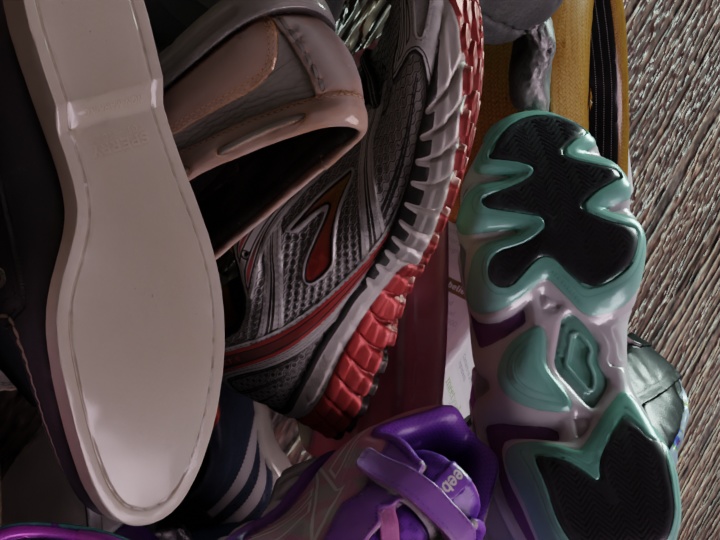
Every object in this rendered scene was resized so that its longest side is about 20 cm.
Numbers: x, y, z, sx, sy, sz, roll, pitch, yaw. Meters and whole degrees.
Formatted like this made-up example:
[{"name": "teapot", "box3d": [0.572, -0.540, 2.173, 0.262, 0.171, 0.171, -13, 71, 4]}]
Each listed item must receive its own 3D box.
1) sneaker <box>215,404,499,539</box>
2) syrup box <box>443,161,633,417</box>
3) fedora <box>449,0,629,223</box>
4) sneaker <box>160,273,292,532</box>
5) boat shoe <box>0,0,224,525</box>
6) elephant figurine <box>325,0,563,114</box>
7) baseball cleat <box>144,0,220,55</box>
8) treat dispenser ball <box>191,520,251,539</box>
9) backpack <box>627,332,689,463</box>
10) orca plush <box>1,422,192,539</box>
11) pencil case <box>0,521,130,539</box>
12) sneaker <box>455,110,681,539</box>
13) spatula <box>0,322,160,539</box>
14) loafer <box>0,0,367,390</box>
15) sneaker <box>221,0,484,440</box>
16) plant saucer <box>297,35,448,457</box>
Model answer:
[{"name": "sneaker", "box3d": [-0.001, 0.103, 0.960, 0.088, 0.081, 0.200, -36, -173, 25]}, {"name": "syrup box", "box3d": [0.050, -0.003, 1.309, 0.200, 0.081, 0.079, -54, 155, -22]}, {"name": "fedora", "box3d": [0.071, -0.067, 1.199, 0.201, 0.081, 0.202, 2, 90, -78]}, {"name": "sneaker", "box3d": [-0.076, 0.089, 1.154, 0.085, 0.075, 0.200, -43, 143, -30]}, {"name": "boat shoe", "box3d": [-0.097, -0.014, 0.909, 0.072, 0.063, 0.201, -10, 90, -45]}, {"name": "elephant figurine", "box3d": [0.008, -0.155, 1.014, 0.142, 0.155, 0.200, -62, 161, 15]}, {"name": "baseball cleat", "box3d": [-0.080, -0.058, 1.022, 0.106, 0.070, 0.200, -40, 144, -20]}, {"name": "treat dispenser ball", "box3d": [-0.038, 0.201, 1.096, 0.201, 0.200, 0.201, -47, 151, -37]}, {"name": "backpack", "box3d": [0.088, 0.094, 1.416, 0.200, 0.163, 0.154, -52, 163, -43]}, {"name": "orca plush", "box3d": [-0.098, 0.086, 1.039, 0.071, 0.105, 0.201, 24, 73, -39]}, {"name": "pencil case", "box3d": [-0.133, 0.169, 0.937, 0.200, 0.085, 0.093, -58, -178, 44]}, {"name": "sneaker", "box3d": [0.062, 0.049, 1.083, 0.140, 0.077, 0.201, 124, -34, -60]}, {"name": "spatula", "box3d": [-0.104, 0.060, 0.952, 0.021, 0.200, 0.057, -29, -173, 25]}, {"name": "loafer", "box3d": [-0.075, -0.016, 0.956, 0.200, 0.063, 0.072, -45, 148, 25]}, {"name": "sneaker", "box3d": [-0.010, -0.028, 0.985, 0.078, 0.082, 0.201, -81, -168, -60]}, {"name": "plant saucer", "box3d": [0.000, 0.000, 1.145, 0.201, 0.051, 0.202, -179, -90, -84]}]
